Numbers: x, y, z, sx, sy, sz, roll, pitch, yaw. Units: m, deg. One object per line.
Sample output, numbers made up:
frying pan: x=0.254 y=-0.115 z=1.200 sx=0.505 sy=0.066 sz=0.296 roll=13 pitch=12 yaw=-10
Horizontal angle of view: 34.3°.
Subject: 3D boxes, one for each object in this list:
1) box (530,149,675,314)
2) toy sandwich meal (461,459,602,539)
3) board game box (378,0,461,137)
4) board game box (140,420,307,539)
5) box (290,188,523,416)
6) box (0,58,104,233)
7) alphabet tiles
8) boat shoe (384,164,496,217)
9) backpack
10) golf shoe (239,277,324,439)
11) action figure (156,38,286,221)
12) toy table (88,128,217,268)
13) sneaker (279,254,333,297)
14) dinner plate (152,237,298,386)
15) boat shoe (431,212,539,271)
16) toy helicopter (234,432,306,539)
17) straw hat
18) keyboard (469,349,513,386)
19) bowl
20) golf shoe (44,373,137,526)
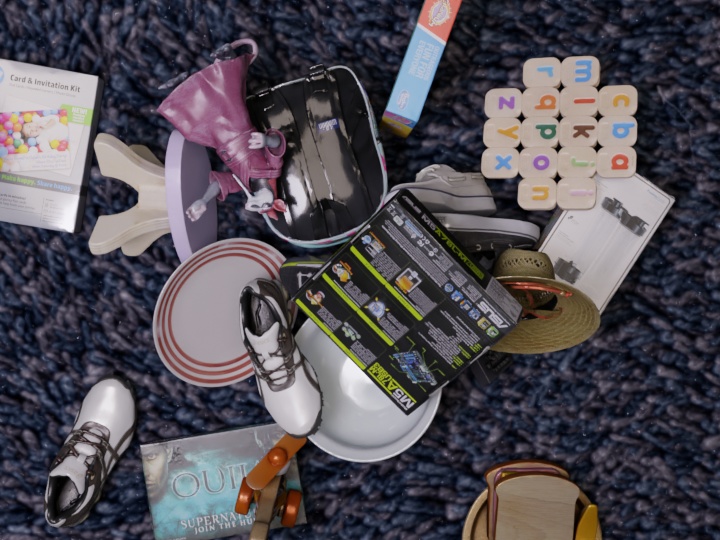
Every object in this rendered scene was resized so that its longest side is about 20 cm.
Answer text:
box: x=0.297 y=-0.039 z=1.491 sx=0.116 sy=0.060 sz=0.201 roll=32 pitch=91 yaw=-2
toy sandwich meal: x=0.224 y=0.345 z=1.492 sx=0.202 sy=0.070 sz=0.208 roll=0 pitch=91 yaw=-1
board game box: x=0.070 y=-0.247 z=1.412 sx=0.040 sy=0.200 sz=0.155 roll=20 pitch=91 yaw=-2
board game box: x=-0.175 y=0.273 z=1.501 sx=0.197 sy=0.028 sz=0.137 roll=-10 pitch=92 yaw=-1
box: x=0.052 y=0.039 z=1.333 sx=0.200 sy=0.048 sz=0.193 roll=44 pitch=123 yaw=-4
box: x=-0.419 y=-0.158 z=1.481 sx=0.154 sy=0.041 sz=0.203 roll=10 pitch=90 yaw=-2
alphabet tiles: x=0.251 y=-0.174 z=1.475 sx=0.193 sy=0.015 sz=0.203 roll=0 pitch=76 yaw=17
boat shoe: x=0.096 y=-0.099 z=1.435 sx=0.072 sy=0.199 sz=0.066 roll=-25 pitch=75 yaw=43
backpack: x=-0.054 y=-0.129 z=1.434 sx=0.176 sy=0.151 sz=0.202 roll=-19 pitch=82 yaw=0
golf shoe: x=-0.106 y=0.107 z=1.395 sx=0.077 sy=0.094 sz=0.202 roll=-23 pitch=80 yaw=11
action figure: x=-0.146 y=-0.146 z=1.347 sx=0.133 sy=0.149 sz=0.201 roll=-25 pitch=105 yaw=24
toy table: x=-0.251 y=-0.084 z=1.429 sx=0.116 sy=0.185 sz=0.202 roll=3 pitch=124 yaw=8
sneaker: x=0.000 y=0.000 z=1.421 sx=0.197 sy=0.081 sz=0.075 roll=1 pitch=128 yaw=4
dinner plate: x=-0.168 y=0.051 z=1.457 sx=0.198 sy=0.024 sz=0.202 roll=-13 pitch=118 yaw=-26
boat shoe: x=0.153 y=-0.031 z=1.439 sx=0.069 sy=0.199 sz=0.067 roll=0 pitch=87 yaw=40
toy helicopter: x=-0.108 y=0.274 z=1.389 sx=0.078 sy=0.200 sz=0.134 roll=15 pitch=109 yaw=-2
straw hat: x=0.196 y=0.020 z=1.405 sx=0.198 sy=0.202 sz=0.086 roll=6 pitch=62 yaw=-2
keyboard: x=0.116 y=0.053 z=1.472 sx=0.127 sy=0.021 sz=0.201 roll=-32 pitch=92 yaw=-43
bowl: x=0.009 y=0.136 z=1.463 sx=0.198 sy=0.090 sz=0.204 roll=-1 pitch=84 yaw=10
golf shoe: x=-0.338 y=0.229 z=1.457 sx=0.077 sy=0.094 sz=0.202 roll=20 pitch=89 yaw=-1
